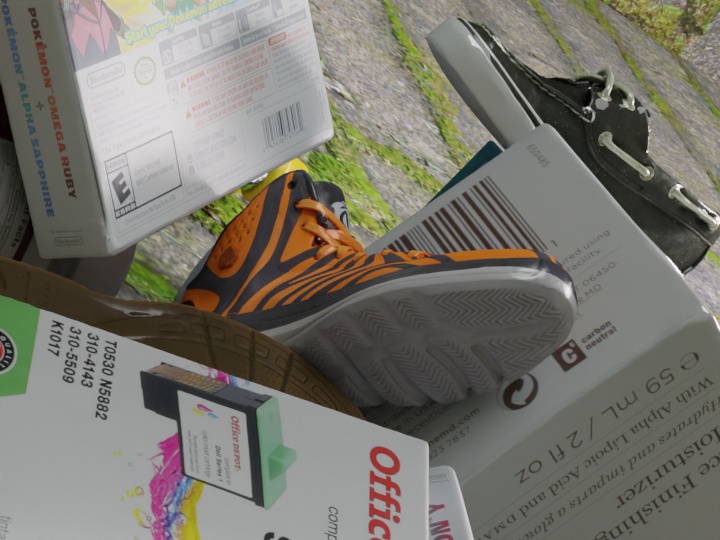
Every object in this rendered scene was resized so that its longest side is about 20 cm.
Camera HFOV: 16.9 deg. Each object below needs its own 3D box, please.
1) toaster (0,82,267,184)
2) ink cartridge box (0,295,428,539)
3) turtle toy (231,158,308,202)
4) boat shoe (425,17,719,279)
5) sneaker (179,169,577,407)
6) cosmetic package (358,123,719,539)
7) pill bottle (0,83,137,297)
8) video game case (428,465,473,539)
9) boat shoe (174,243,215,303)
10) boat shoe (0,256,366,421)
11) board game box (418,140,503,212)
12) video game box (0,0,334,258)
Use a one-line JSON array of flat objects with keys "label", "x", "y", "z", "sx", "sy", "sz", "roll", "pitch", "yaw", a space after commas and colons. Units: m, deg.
[{"label": "toaster", "x": -0.124, "y": -0.137, "z": 1.180, "sx": 0.118, "sy": 0.202, "sz": 0.181, "roll": -2, "pitch": -23, "yaw": 30}, {"label": "ink cartridge box", "x": -0.079, "y": 0.103, "z": 0.823, "sx": 0.199, "sy": 0.084, "sz": 0.145, "roll": 19, "pitch": 39, "yaw": -15}, {"label": "turtle toy", "x": -0.097, "y": -0.120, "z": 1.470, "sx": 0.145, "sy": 0.101, "sz": 0.200, "roll": 35, "pitch": -3, "yaw": -26}, {"label": "boat shoe", "x": 0.108, "y": -0.066, "z": 1.185, "sx": 0.200, "sy": 0.064, "sz": 0.071, "roll": 43, "pitch": 6, "yaw": -35}, {"label": "sneaker", "x": 0.000, "y": 0.000, "z": 1.041, "sx": 0.078, "sy": 0.198, "sz": 0.113, "roll": 55, "pitch": 32, "yaw": -41}, {"label": "cosmetic package", "x": 0.090, "y": 0.081, "z": 1.118, "sx": 0.200, "sy": 0.164, "sz": 0.165, "roll": 55, "pitch": 0, "yaw": -40}, {"label": "pill bottle", "x": -0.196, "y": -0.038, "z": 1.045, "sx": 0.199, "sy": 0.110, "sz": 0.110, "roll": 19, "pitch": 24, "yaw": -47}, {"label": "video game case", "x": 0.051, "y": 0.199, "z": 0.861, "sx": 0.183, "sy": 0.023, "sz": 0.202, "roll": -103, "pitch": -179, "yaw": -66}, {"label": "boat shoe", "x": -0.060, "y": 0.021, "z": 1.272, "sx": 0.057, "sy": 0.069, "sz": 0.200, "roll": 42, "pitch": 21, "yaw": -11}, {"label": "boat shoe", "x": -0.093, "y": 0.054, "z": 0.971, "sx": 0.198, "sy": 0.065, "sz": 0.072, "roll": 18, "pitch": 30, "yaw": -12}, {"label": "board game box", "x": 0.063, "y": 0.034, "z": 1.252, "sx": 0.047, "sy": 0.151, "sz": 0.200, "roll": 48, "pitch": 6, "yaw": 30}, {"label": "video game box", "x": -0.091, "y": -0.121, "z": 1.072, "sx": 0.046, "sy": 0.184, "sz": 0.200, "roll": 0, "pitch": 17, "yaw": 29}]
